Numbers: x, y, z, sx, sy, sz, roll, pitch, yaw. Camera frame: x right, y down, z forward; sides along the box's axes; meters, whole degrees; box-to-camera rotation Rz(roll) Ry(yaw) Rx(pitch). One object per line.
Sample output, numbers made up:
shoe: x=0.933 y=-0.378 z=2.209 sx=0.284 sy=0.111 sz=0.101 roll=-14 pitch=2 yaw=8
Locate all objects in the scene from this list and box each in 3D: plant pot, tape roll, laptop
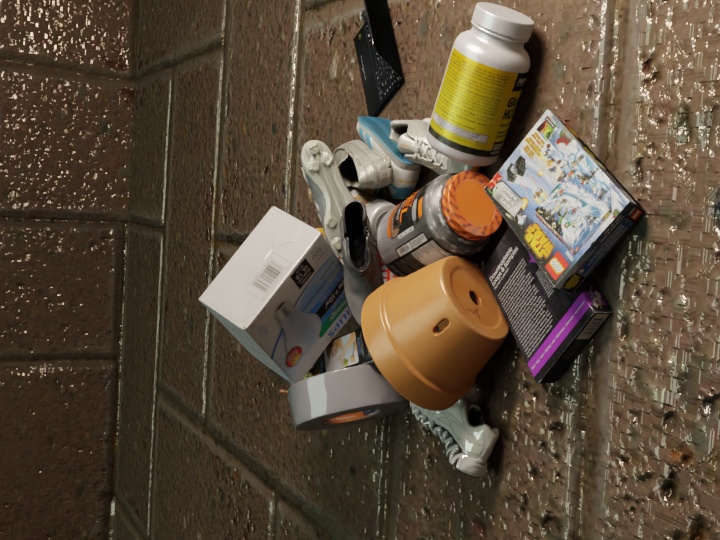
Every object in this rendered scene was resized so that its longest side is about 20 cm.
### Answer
plant pot: x=0.118 y=0.075 z=1.319 sx=0.140 sy=0.198 sz=0.203 roll=-40 pitch=52 yaw=32
tape roll: x=-0.020 y=0.212 z=1.542 sx=0.200 sy=0.196 sz=0.068 roll=-38 pitch=60 yaw=55
laptop: x=0.007 y=-0.398 z=1.624 sx=0.200 sy=0.101 sz=0.181 roll=-43 pitch=51 yaw=54

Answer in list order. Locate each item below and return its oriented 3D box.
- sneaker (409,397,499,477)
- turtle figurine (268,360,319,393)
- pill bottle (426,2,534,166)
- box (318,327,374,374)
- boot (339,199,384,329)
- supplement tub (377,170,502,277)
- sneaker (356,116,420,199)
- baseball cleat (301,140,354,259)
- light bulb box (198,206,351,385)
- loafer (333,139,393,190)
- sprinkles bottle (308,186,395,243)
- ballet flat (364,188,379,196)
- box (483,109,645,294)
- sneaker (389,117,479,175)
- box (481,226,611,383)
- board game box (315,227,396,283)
sneaker: x=0.141 y=0.219 z=1.386 sx=0.200 sy=0.074 sz=0.082 roll=45 pitch=113 yaw=52
turtle figurine: x=-0.094 y=0.171 z=1.727 sx=0.199 sy=0.158 sz=0.066 roll=35 pitch=119 yaw=58
pill bottle: x=0.170 y=-0.259 z=1.295 sx=0.113 sy=0.110 sz=0.204 roll=53 pitch=134 yaw=49
box: x=0.019 y=0.135 z=1.564 sx=0.199 sy=0.114 sz=0.062 roll=-26 pitch=69 yaw=58
boot: x=0.000 y=0.000 z=1.399 sx=0.132 sy=0.068 sz=0.205 roll=-116 pitch=11 yaw=-89
supplement tub: x=0.117 y=-0.066 z=1.377 sx=0.199 sy=0.120 sz=0.126 roll=-31 pitch=61 yaw=57
sneaker: x=0.040 y=-0.200 z=1.584 sx=0.201 sy=0.075 sz=0.082 roll=-119 pitch=35 yaw=-49
baseball cleat: x=-0.044 y=-0.113 z=1.516 sx=0.106 sy=0.068 sz=0.204 roll=152 pitch=101 yaw=-84
light bulb box: x=-0.123 y=0.045 z=1.519 sx=0.124 sy=0.201 sz=0.199 roll=29 pitch=74 yaw=37
loafer: x=-0.011 y=-0.174 z=1.544 sx=0.199 sy=0.068 sz=0.072 roll=-152 pitch=49 yaw=-66
sprinkles bottle: x=-0.013 y=-0.109 z=1.574 sx=0.199 sy=0.067 sz=0.070 roll=32 pitch=117 yaw=49
ballet flat: x=-0.024 y=-0.098 z=1.704 sx=0.069 sy=0.062 sz=0.202 roll=-81 pitch=13 yaw=-56
box: x=0.250 y=-0.089 z=1.170 sx=0.138 sy=0.039 sz=0.202 roll=-51 pitch=43 yaw=23
sneaker: x=0.108 y=-0.181 z=1.431 sx=0.200 sy=0.090 sz=0.077 roll=43 pitch=126 yaw=54
box: x=0.239 y=0.024 z=1.230 sx=0.144 sy=0.035 sz=0.202 roll=-61 pitch=40 yaw=40
board game box: x=-0.008 y=-0.002 z=1.627 sx=0.197 sy=0.046 sz=0.156 roll=-3 pitch=86 yaw=41
